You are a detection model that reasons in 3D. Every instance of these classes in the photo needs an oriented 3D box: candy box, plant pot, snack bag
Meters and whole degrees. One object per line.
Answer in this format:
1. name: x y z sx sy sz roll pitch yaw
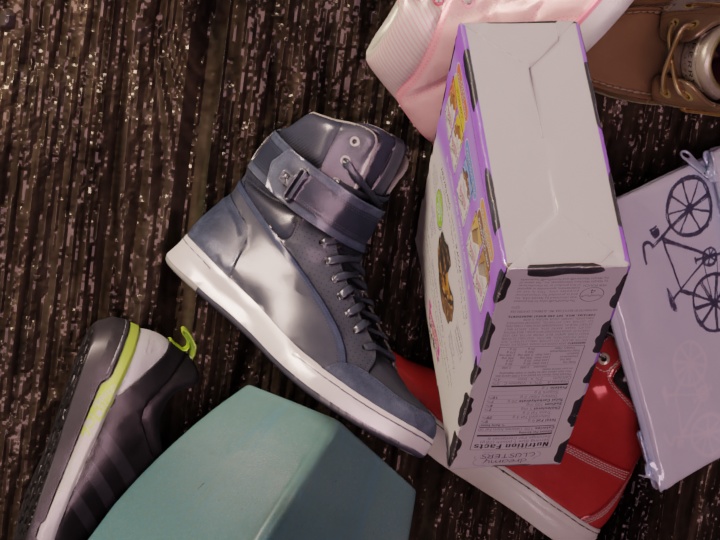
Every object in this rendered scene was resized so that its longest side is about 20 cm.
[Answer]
1. candy box: 0.085 -0.011 1.308 0.071 0.169 0.201 -2 145 -9
2. plant pot: -0.067 0.182 1.370 0.141 0.141 0.201 45 72 -39
3. snack bag: 0.234 0.012 1.425 0.199 0.021 0.190 -23 106 -22

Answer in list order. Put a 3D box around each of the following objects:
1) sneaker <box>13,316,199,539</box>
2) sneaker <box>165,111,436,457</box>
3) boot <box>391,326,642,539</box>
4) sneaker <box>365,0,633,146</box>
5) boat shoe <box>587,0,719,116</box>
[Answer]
1. sneaker: -0.150 0.126 1.399 0.082 0.072 0.201 19 100 -13
2. sneaker: -0.001 -0.001 1.353 0.202 0.077 0.146 41 92 21
3. boot: 0.099 0.064 1.425 0.199 0.072 0.145 33 95 -21
4. sneaker: 0.083 -0.159 1.344 0.105 0.075 0.200 43 118 -11
5. boat shoe: 0.207 -0.127 1.360 0.198 0.066 0.075 3 102 20
